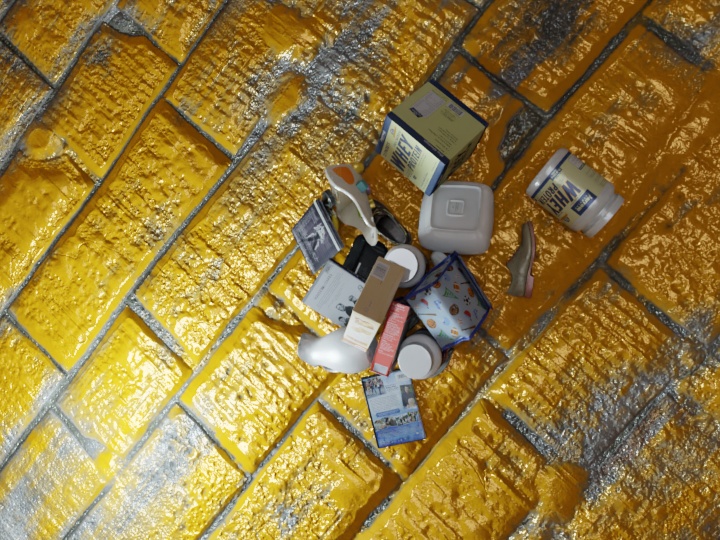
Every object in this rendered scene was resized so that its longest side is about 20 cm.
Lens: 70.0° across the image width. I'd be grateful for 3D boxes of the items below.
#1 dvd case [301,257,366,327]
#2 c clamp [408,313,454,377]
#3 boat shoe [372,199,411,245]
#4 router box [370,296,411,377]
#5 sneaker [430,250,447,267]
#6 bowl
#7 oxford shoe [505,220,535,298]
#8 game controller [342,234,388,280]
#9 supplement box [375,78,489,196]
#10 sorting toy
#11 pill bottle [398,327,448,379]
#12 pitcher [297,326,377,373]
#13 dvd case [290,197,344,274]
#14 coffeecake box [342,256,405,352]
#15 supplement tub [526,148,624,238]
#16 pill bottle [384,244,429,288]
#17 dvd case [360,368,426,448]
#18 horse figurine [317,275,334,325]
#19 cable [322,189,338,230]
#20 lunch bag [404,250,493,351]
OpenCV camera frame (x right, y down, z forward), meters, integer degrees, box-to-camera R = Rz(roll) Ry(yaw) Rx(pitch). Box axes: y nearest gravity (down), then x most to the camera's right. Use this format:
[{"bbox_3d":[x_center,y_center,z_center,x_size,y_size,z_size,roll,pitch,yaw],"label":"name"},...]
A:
[{"bbox_3d":[-0.038,0.078,1.385,0.199,0.025,0.151,33,111,-6],"label":"dvd case"},{"bbox_3d":[0.184,0.184,1.416,0.170,0.027,0.201,-35,81,9],"label":"c clamp"},{"bbox_3d":[0.060,-0.139,1.433,0.200,0.059,0.072,44,98,11],"label":"boat shoe"},{"bbox_3d":[0.089,0.164,1.332,0.048,0.200,0.182,18,93,11],"label":"router box"},{"bbox_3d":[0.225,0.051,1.380,0.115,0.074,0.201,-36,83,-3],"label":"sneaker"},{"bbox_3d":[0.252,-0.150,1.360,0.197,0.075,0.203,6,74,13],"label":"bowl"},{"bbox_3d":[0.420,-0.030,1.350,0.074,0.070,0.203,4,88,18],"label":"oxford shoe"},{"bbox_3d":[0.000,0.000,1.433,0.103,0.042,0.202,27,77,-6],"label":"game controller"},{"bbox_3d":[0.182,-0.345,1.332,0.200,0.135,0.200,42,63,11],"label":"supplement box"},{"bbox_3d":[-0.003,-0.162,1.347,0.106,0.200,0.182,-23,67,-4],"label":"sorting toy"},{"bbox_3d":[0.158,0.212,1.309,0.110,0.200,0.113,1,92,18],"label":"pill bottle"},{"bbox_3d":[-0.046,0.227,1.389,0.197,0.172,0.123,-7,53,27],"label":"pitcher"},{"bbox_3d":[-0.123,-0.090,1.428,0.016,0.200,0.150,-22,81,-34],"label":"dvd case"},{"bbox_3d":[0.028,0.086,1.233,0.072,0.201,0.155,24,62,3],"label":"coffeecake box"},{"bbox_3d":[0.535,-0.192,1.289,0.200,0.145,0.146,41,97,11],"label":"supplement tub"},{"bbox_3d":[0.119,-0.010,1.347,0.110,0.200,0.114,0,89,12],"label":"pill bottle"},{"bbox_3d":[0.091,0.383,1.436,0.141,0.018,0.203,-15,86,12],"label":"dvd case"},{"bbox_3d":[-0.035,0.095,1.454,0.197,0.050,0.135,10,91,12],"label":"horse figurine"},{"bbox_3d":[-0.086,-0.179,1.403,0.050,0.201,0.098,-22,70,-16],"label":"cable"},{"bbox_3d":[0.234,0.063,1.268,0.123,0.200,0.171,-30,96,44],"label":"lunch bag"}]
